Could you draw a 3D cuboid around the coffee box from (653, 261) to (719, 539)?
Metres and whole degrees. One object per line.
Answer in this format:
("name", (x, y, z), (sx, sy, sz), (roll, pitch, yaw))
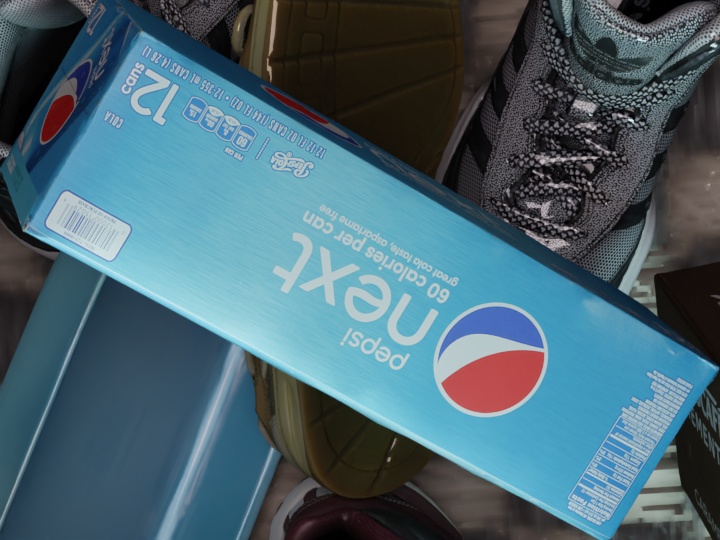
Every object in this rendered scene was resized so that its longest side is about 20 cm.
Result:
("coffee box", (0.203, 0.036, 0.748), (0.199, 0.114, 0.080), (-11, 111, -5))

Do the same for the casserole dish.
("casserole dish", (-0.077, 0.059, 0.790), (0.039, 0.121, 0.201), (17, 82, 36))

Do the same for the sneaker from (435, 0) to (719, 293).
("sneaker", (0.070, -0.053, 0.772), (0.075, 0.114, 0.201), (23, 90, 5))

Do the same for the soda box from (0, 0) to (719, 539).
("soda box", (0.000, 0.000, 0.703), (0.200, 0.068, 0.064), (30, 97, -21))

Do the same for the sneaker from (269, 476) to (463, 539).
("sneaker", (0.047, 0.141, 0.775), (0.200, 0.116, 0.076), (36, 91, 4))

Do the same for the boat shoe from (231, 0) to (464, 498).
("boat shoe", (-0.011, -0.031, 0.771), (0.073, 0.063, 0.201), (-12, 107, -29))

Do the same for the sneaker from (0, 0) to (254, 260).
("sneaker", (-0.063, -0.093, 0.788), (0.075, 0.114, 0.200), (33, 92, 10))
